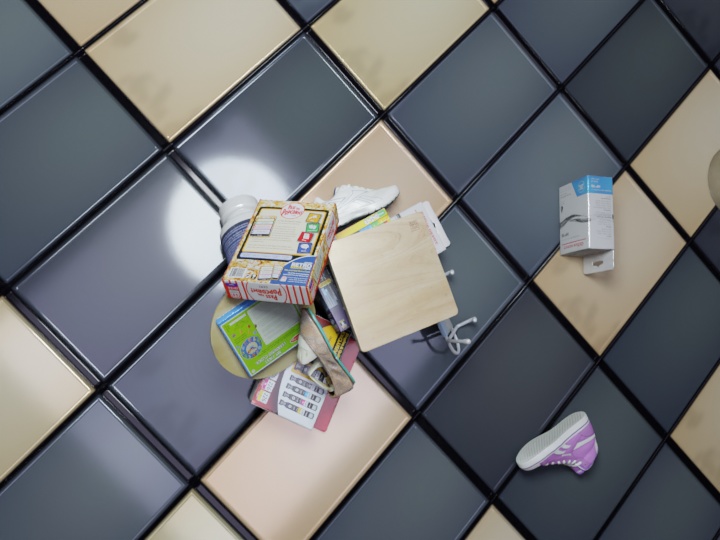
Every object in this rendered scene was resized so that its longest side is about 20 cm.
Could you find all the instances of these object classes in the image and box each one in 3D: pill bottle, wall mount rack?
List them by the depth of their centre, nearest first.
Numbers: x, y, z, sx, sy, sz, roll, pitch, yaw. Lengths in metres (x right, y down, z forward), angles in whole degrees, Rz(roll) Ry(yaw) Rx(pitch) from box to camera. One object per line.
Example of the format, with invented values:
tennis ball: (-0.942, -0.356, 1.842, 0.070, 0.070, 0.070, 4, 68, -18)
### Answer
pill bottle: (-0.204, -0.039, 1.118, 0.109, 0.112, 0.203, -17, 65, -15)
wall mount rack: (0.179, 0.078, 1.196, 0.074, 0.174, 0.203, -25, 93, 22)

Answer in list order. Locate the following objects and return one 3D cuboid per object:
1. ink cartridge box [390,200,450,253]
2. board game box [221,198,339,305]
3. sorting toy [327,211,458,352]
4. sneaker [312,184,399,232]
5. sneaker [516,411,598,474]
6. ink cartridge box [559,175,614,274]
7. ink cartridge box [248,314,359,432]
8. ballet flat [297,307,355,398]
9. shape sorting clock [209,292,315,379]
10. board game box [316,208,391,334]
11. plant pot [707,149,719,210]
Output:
ink cartridge box: (0.098, -0.063, 1.240, 0.198, 0.068, 0.118, -30, 90, -15)
board game box: (-0.130, -0.038, 1.003, 0.148, 0.047, 0.202, 5, 48, 13)
sorting toy: (0.051, 0.022, 1.083, 0.196, 0.070, 0.203, -19, 85, -16)
sneaker: (-0.009, -0.144, 1.223, 0.197, 0.074, 0.089, -22, 84, -16)
sneaker: (0.437, 0.406, 1.273, 0.197, 0.073, 0.116, -25, 93, -15)
ink cartridge box: (0.508, -0.099, 1.323, 0.065, 0.116, 0.205, 3, 83, -13)
ink cartridge box: (-0.099, 0.197, 1.154, 0.173, 0.084, 0.203, 25, 78, -10)
ballet flat: (-0.074, 0.159, 1.061, 0.067, 0.068, 0.202, -34, 118, -10)
shape sorting clock: (-0.172, 0.100, 1.048, 0.196, 0.039, 0.205, -9, 110, -26)
board game box: (0.000, 0.000, 1.140, 0.198, 0.057, 0.167, -30, 86, -17)
plant pot: (0.993, -0.234, 1.452, 0.196, 0.134, 0.205, 2, 83, -14)
